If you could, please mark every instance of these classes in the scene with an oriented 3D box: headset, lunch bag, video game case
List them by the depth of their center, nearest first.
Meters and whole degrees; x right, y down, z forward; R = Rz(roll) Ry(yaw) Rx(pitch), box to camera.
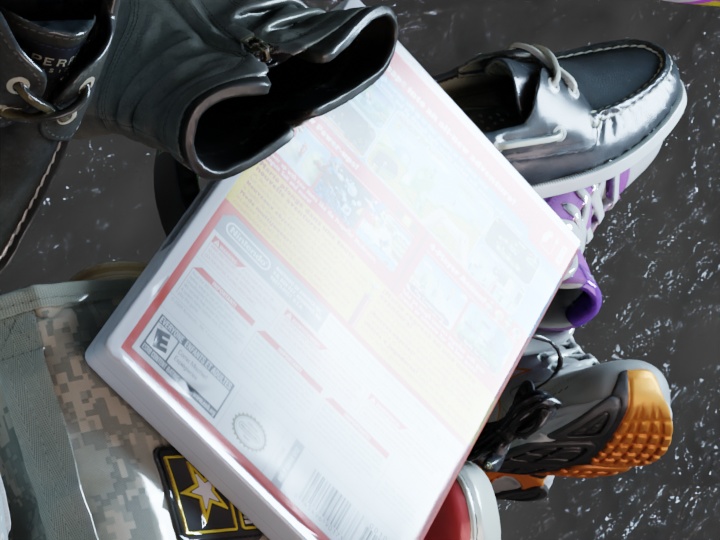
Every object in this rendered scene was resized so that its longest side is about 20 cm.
[{"bbox_3d":[-0.002,0.009,0.791,0.143,0.017,0.201,46,51,-16],"label":"video game case"},{"bbox_3d":[-0.080,0.100,0.793,0.117,0.165,0.200,-18,166,2],"label":"lunch bag"},{"bbox_3d":[0.000,0.000,0.873,0.124,0.200,0.094,-52,-176,-37],"label":"headset"}]

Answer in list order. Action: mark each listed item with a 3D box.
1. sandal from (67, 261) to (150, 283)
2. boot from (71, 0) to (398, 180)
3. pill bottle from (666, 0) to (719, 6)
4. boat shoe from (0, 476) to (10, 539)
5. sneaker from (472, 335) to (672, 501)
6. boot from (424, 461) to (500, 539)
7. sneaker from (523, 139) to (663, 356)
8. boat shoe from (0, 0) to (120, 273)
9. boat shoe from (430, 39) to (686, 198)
[{"bbox_3d":[-0.037,0.024,0.947,0.210,0.070,0.078,17,124,-26],"label":"sandal"},{"bbox_3d":[-0.036,-0.094,0.785,0.200,0.130,0.068,-43,135,-39],"label":"boot"},{"bbox_3d":[0.208,-0.175,1.008,0.199,0.104,0.105,-3,119,-43],"label":"pill bottle"},{"bbox_3d":[-0.147,0.079,0.671,0.070,0.071,0.202,-24,110,-28],"label":"boat shoe"},{"bbox_3d":[0.083,0.054,1.009,0.075,0.200,0.093,6,75,-21],"label":"sneaker"},{"bbox_3d":[-0.045,0.129,0.931,0.144,0.199,0.073,1,74,-42],"label":"boot"},{"bbox_3d":[0.095,-0.017,1.004,0.200,0.114,0.073,-31,134,-26],"label":"sneaker"},{"bbox_3d":[-0.107,-0.078,0.658,0.068,0.057,0.201,-5,120,-42],"label":"boat shoe"},{"bbox_3d":[0.067,-0.069,0.967,0.199,0.076,0.061,-28,132,-25],"label":"boat shoe"}]
